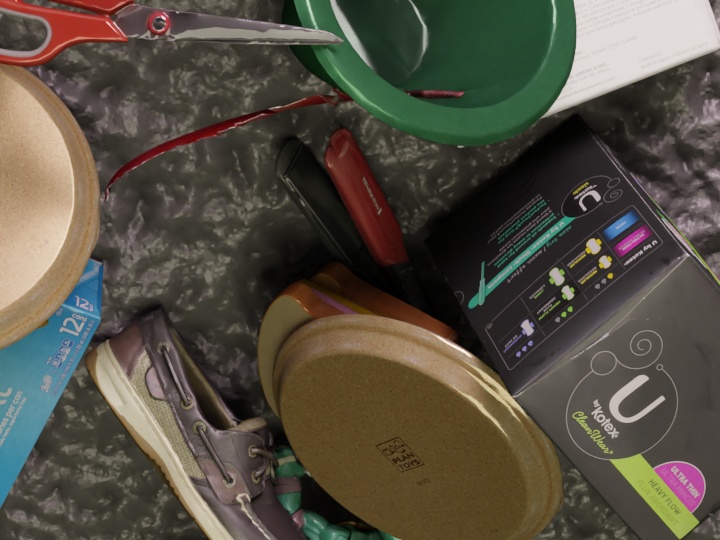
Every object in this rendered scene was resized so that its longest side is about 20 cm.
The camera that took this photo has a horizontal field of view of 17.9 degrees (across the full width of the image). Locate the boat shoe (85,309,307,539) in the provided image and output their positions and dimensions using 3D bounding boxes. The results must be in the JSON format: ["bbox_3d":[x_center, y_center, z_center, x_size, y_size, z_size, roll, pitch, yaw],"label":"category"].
[{"bbox_3d":[-0.082,0.111,1.367,0.065,0.073,0.200,-41,89,9],"label":"boat shoe"}]

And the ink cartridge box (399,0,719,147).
[{"bbox_3d":[0.093,-0.188,1.261,0.161,0.050,0.200,-20,103,7],"label":"ink cartridge box"}]

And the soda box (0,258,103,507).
[{"bbox_3d":[-0.224,0.076,1.369,0.068,0.064,0.200,22,117,-17],"label":"soda box"}]

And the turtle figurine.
[{"bbox_3d":[-0.022,0.176,1.436,0.200,0.101,0.150,-30,120,19],"label":"turtle figurine"}]

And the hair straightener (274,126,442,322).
[{"bbox_3d":[0.000,0.000,1.369,0.077,0.041,0.200,-9,132,31],"label":"hair straightener"}]

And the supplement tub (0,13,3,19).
[{"bbox_3d":[-0.275,-0.184,1.169,0.200,0.123,0.123,27,115,-20],"label":"supplement tub"}]

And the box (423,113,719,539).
[{"bbox_3d":[0.145,0.032,1.290,0.124,0.200,0.149,-40,118,7],"label":"box"}]

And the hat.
[{"bbox_3d":[-0.011,-0.124,1.245,0.200,0.166,0.176,10,160,-28],"label":"hat"}]

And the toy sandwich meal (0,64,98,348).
[{"bbox_3d":[-0.245,-0.032,1.260,0.205,0.206,0.070,4,162,-8],"label":"toy sandwich meal"}]

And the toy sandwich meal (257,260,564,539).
[{"bbox_3d":[0.033,0.082,1.333,0.205,0.070,0.205,20,139,18],"label":"toy sandwich meal"}]

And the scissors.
[{"bbox_3d":[-0.113,-0.117,1.130,0.200,0.014,0.073,20,91,-3],"label":"scissors"}]
